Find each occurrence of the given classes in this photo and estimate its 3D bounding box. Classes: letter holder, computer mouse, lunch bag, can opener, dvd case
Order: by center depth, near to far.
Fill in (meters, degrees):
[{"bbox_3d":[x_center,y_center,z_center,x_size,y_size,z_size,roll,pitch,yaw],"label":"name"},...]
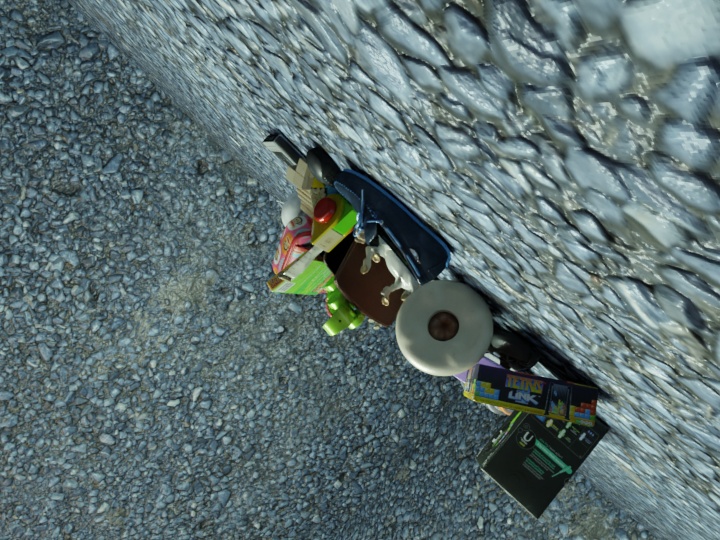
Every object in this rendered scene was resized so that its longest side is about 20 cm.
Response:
[{"bbox_3d":[-0.040,-0.136,0.892,0.059,0.034,0.200,39,176,32],"label":"computer mouse"},{"bbox_3d":[0.219,0.102,0.913,0.200,0.053,0.067,39,143,52],"label":"can opener"},{"bbox_3d":[0.000,0.000,0.972,0.100,0.143,0.200,15,162,39],"label":"letter holder"},{"bbox_3d":[-0.104,-0.188,1.060,0.200,0.025,0.150,44,177,-21],"label":"dvd case"},{"bbox_3d":[-0.070,-0.040,1.120,0.199,0.177,0.082,4,-143,-31],"label":"lunch bag"}]

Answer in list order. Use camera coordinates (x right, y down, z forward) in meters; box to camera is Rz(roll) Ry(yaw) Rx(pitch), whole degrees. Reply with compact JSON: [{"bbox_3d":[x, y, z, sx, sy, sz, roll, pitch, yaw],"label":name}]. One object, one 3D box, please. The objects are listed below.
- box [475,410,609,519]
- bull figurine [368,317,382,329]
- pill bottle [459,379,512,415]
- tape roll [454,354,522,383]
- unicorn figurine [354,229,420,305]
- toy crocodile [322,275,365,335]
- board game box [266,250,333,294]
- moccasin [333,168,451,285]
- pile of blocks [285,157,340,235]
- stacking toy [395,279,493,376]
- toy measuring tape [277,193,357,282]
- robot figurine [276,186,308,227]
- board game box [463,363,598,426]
[{"bbox_3d":[0.324,0.318,0.984,0.124,0.200,0.149,40,176,13],"label":"box"},{"bbox_3d":[0.053,0.057,1.107,0.065,0.198,0.122,108,158,-58],"label":"bull figurine"},{"bbox_3d":[0.330,0.286,1.328,0.106,0.106,0.200,43,177,-15],"label":"pill bottle"},{"bbox_3d":[0.253,0.204,1.131,0.199,0.066,0.200,30,-177,-2],"label":"tape roll"},{"bbox_3d":[0.062,0.000,0.899,0.073,0.137,0.201,-5,115,27],"label":"unicorn figurine"},{"bbox_3d":[-0.038,0.061,0.993,0.068,0.062,0.200,48,-171,-19],"label":"toy crocodile"},{"bbox_3d":[-0.091,0.009,1.019,0.030,0.095,0.200,57,-167,16],"label":"board game box"},{"bbox_3d":[0.030,-0.061,0.726,0.200,0.068,0.080,41,177,20],"label":"moccasin"},{"bbox_3d":[-0.076,-0.136,0.959,0.062,0.082,0.201,40,161,32],"label":"pile of blocks"},{"bbox_3d":[0.143,0.114,0.876,0.146,0.146,0.200,40,173,25],"label":"stacking toy"},{"bbox_3d":[-0.068,-0.065,0.883,0.073,0.200,0.074,39,-156,-22],"label":"toy measuring tape"},{"bbox_3d":[-0.097,-0.108,1.221,0.200,0.113,0.170,42,-149,-5],"label":"robot figurine"},{"bbox_3d":[0.250,0.187,0.829,0.164,0.057,0.200,12,171,9],"label":"board game box"}]
